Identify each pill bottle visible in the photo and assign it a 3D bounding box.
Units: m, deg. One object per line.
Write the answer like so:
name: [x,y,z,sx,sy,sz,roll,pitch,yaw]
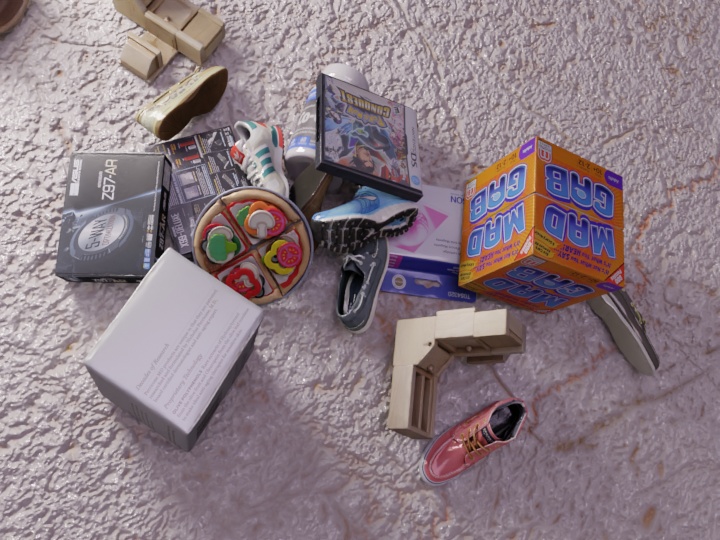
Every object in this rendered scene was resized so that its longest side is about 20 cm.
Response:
pill bottle: [-0.055,-0.257,1.215,0.111,0.114,0.205,20,68,-6]

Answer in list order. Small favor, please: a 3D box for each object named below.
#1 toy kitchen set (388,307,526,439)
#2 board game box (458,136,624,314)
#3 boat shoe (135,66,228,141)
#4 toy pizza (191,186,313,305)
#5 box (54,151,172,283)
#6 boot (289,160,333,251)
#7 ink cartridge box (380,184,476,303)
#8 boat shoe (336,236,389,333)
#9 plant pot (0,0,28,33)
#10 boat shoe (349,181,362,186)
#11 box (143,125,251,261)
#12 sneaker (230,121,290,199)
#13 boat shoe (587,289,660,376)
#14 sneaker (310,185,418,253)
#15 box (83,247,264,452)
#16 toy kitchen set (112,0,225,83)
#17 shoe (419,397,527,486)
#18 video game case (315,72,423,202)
toy kitchen set: [0.174,0.180,1.103,0.162,0.196,0.186,33,56,-47]
board game box: [0.308,-0.067,1.170,0.195,0.199,0.206,16,67,-23]
boat shoe: [-0.303,-0.303,1.182,0.062,0.074,0.201,28,49,13]
toy pizza: [-0.171,-0.032,1.088,0.193,0.032,0.206,-2,114,-4]
box: [-0.388,-0.084,1.083,0.155,0.044,0.207,2,77,2]
boot: [-0.088,-0.095,1.140,0.074,0.074,0.203,24,105,-32]
ink cartridge box: [0.128,-0.055,1.231,0.190,0.043,0.206,7,69,-12]
boat shoe: [0.000,0.000,1.155,0.061,0.071,0.206,34,60,-50]
plant pot: [-0.678,-0.509,1.121,0.170,0.201,0.205,17,67,11]
boat shoe: [0.056,-0.208,1.234,0.066,0.075,0.199,38,53,11]
box: [-0.262,-0.130,1.155,0.154,0.050,0.205,-18,77,-18]
sneaker: [-0.174,-0.166,1.137,0.091,0.070,0.205,13,55,-31]
boat shoe: [0.489,0.094,1.253,0.059,0.072,0.205,-27,76,-15]
sneaker: [-0.002,-0.094,1.146,0.195,0.080,0.091,-13,53,-30]
box: [-0.263,0.122,0.989,0.169,0.200,0.203,31,65,-1]
toy kitchen set: [-0.360,-0.454,1.170,0.197,0.181,0.165,32,68,4]
shoe: [0.183,0.273,1.105,0.197,0.091,0.072,-31,80,-21]
video game case: [0.015,-0.222,1.143,0.195,0.025,0.186,14,59,-27]
